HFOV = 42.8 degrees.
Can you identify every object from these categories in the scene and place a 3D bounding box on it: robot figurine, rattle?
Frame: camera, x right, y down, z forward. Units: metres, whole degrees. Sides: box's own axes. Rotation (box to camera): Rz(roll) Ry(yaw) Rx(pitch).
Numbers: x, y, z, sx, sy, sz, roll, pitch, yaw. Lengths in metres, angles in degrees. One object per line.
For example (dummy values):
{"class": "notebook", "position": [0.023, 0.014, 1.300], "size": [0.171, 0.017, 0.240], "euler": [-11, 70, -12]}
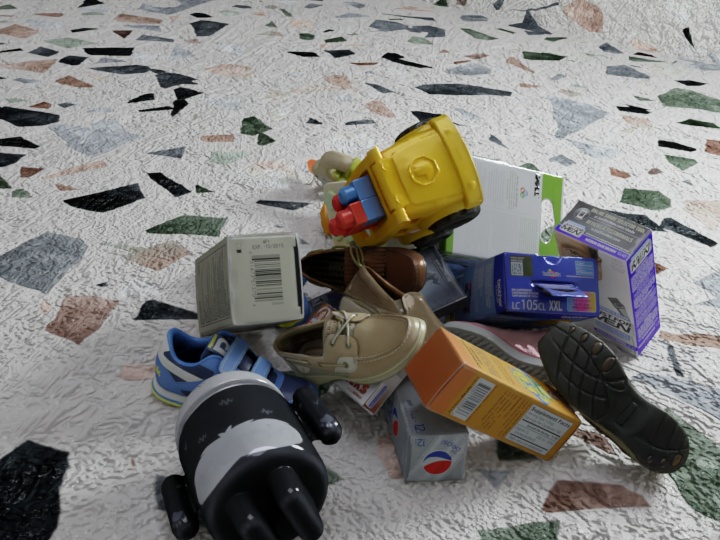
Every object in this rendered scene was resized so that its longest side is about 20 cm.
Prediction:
{"class": "robot figurine", "position": [-0.104, 0.184, 0.874], "size": [0.148, 0.126, 0.200], "euler": [3, 25, -29]}
{"class": "rattle", "position": [-0.056, -0.123, 1.568], "size": [0.129, 0.145, 0.199], "euler": [25, -8, -42]}

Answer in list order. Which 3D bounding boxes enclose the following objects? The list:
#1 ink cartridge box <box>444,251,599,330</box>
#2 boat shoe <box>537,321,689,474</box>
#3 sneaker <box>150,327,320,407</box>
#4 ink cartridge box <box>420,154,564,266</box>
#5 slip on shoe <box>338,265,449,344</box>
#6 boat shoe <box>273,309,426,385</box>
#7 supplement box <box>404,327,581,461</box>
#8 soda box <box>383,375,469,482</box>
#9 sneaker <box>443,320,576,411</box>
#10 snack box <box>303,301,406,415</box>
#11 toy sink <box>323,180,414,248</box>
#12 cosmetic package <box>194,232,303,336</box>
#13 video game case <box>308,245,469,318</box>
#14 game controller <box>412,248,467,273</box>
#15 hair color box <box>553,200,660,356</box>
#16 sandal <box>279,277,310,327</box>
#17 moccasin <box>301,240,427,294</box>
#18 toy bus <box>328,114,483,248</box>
{"class": "ink cartridge box", "position": [0.205, 0.028, 1.148], "size": [0.134, 0.078, 0.200], "euler": [3, -13, -20]}
{"class": "boat shoe", "position": [0.273, 0.147, 1.021], "size": [0.075, 0.074, 0.200], "euler": [-39, 74, -5]}
{"class": "sneaker", "position": [-0.141, 0.118, 1.033], "size": [0.197, 0.083, 0.074], "euler": [10, 26, 5]}
{"class": "ink cartridge box", "position": [0.194, -0.078, 1.343], "size": [0.197, 0.150, 0.076], "euler": [9, -10, -24]}
{"class": "slip on shoe", "position": [0.057, 0.055, 1.055], "size": [0.076, 0.061, 0.199], "euler": [17, 8, -45]}
{"class": "boat shoe", "position": [-0.016, 0.080, 1.006], "size": [0.198, 0.065, 0.073], "euler": [-14, 46, 43]}
{"class": "supplement box", "position": [0.143, 0.134, 0.972], "size": [0.199, 0.069, 0.067], "euler": [30, 18, -35]}
{"class": "soda box", "position": [0.065, 0.148, 1.034], "size": [0.067, 0.064, 0.201], "euler": [-1, 28, -9]}
{"class": "sneaker", "position": [0.194, 0.104, 1.135], "size": [0.198, 0.076, 0.105], "euler": [19, 28, 18]}
{"class": "snack box", "position": [-0.016, 0.098, 1.075], "size": [0.072, 0.024, 0.199], "euler": [-50, 32, -7]}
{"class": "toy sink", "position": [0.024, -0.086, 1.376], "size": [0.198, 0.114, 0.130], "euler": [-18, 11, -37]}
{"class": "cosmetic package", "position": [-0.137, 0.020, 1.100], "size": [0.086, 0.105, 0.200], "euler": [-4, -4, -21]}
{"class": "video game case", "position": [0.027, 0.044, 1.189], "size": [0.198, 0.019, 0.143], "euler": [-25, 31, -1]}
{"class": "game controller", "position": [0.141, 0.012, 1.332], "size": [0.104, 0.043, 0.199], "euler": [-19, 37, -39]}
{"class": "hair color box", "position": [0.323, 0.013, 1.195], "size": [0.109, 0.201, 0.065], "euler": [29, 64, 39]}
{"class": "sandal", "position": [-0.106, 0.007, 1.254], "size": [0.086, 0.080, 0.200], "euler": [-9, 32, -22]}
{"class": "moccasin", "position": [0.000, -0.002, 1.167], "size": [0.200, 0.075, 0.077], "euler": [12, 8, 43]}
{"class": "toy bus", "position": [0.036, -0.088, 1.184], "size": [0.190, 0.137, 0.200], "euler": [-22, -7, -21]}
